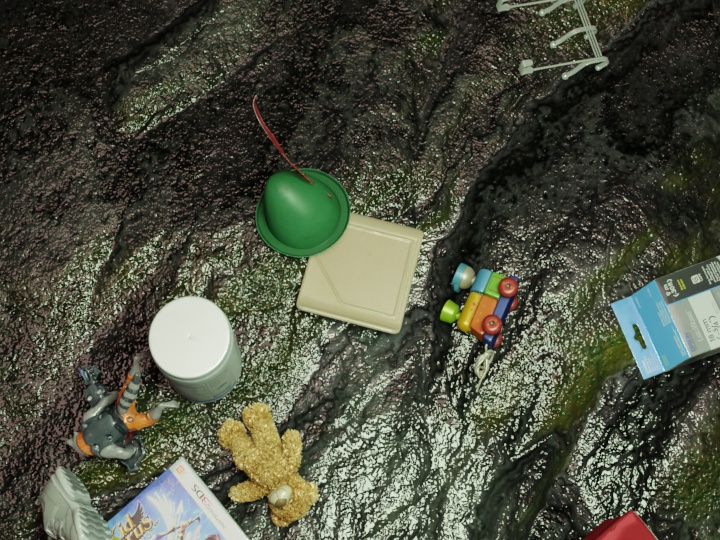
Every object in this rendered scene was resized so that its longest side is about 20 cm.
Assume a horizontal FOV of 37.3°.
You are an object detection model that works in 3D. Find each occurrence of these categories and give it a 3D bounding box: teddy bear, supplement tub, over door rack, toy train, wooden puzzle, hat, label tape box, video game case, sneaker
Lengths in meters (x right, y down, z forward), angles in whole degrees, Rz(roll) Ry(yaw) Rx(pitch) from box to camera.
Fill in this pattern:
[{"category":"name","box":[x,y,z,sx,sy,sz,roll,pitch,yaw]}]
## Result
[{"category":"teddy bear","box":[-0.151,0.309,1.705,0.143,0.067,0.203,-15,73,-4]},{"category":"supplement tub","box":[-0.258,0.129,1.690,0.129,0.200,0.134,0,71,-1]},{"category":"over door rack","box":[0.344,-0.427,1.945,0.197,0.067,0.150,-8,71,-26]},{"category":"toy train","box":[0.182,0.089,1.781,0.114,0.085,0.202,21,73,16]},{"category":"wooden puzzle","box":[0.000,0.000,1.828,0.182,0.037,0.203,14,68,4]},{"category":"hat","box":[-0.123,-0.141,1.778,0.198,0.177,0.167,29,74,21]},{"category":"label tape box","box":[0.546,0.079,1.798,0.197,0.063,0.146,-19,73,-8]},{"category":"video game case","box":[-0.298,0.429,1.675,0.199,0.046,0.181,-40,76,-13]},{"category":"sneaker","box":[-0.446,0.397,1.647,0.082,0.075,0.200,-46,42,1]}]

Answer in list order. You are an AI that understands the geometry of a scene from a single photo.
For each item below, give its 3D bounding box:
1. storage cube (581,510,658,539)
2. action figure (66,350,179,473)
[{"category":"storage cube","box":[0.380,0.491,1.605,0.179,0.171,0.201,-36,76,-12]},{"category":"action figure","box":[-0.401,0.215,1.702,0.193,0.104,0.201,-44,72,12]}]
